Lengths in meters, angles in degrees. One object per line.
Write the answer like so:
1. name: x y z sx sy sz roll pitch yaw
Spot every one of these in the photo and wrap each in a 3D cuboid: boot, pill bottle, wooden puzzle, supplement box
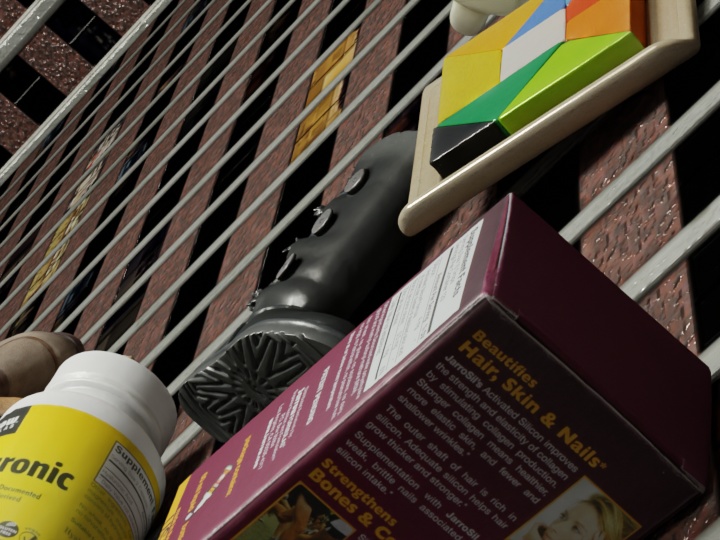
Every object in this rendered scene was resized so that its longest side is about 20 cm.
1. boot: -0.288 0.102 1.682 0.200 0.070 0.146 -24 1 23
2. pill bottle: -0.180 0.141 1.399 0.111 0.111 0.200 -38 17 39
3. wooden puzzle: 0.099 -0.113 1.302 0.185 0.037 0.200 -33 18 22
4. supplement box: 0.024 0.082 0.903 0.200 0.110 0.086 -42 15 26
5. boot: -0.001 0.000 1.339 0.165 0.066 0.200 -17 27 54

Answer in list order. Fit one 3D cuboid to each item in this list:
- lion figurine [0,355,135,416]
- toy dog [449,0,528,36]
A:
1. lion figurine: -0.204 0.132 1.531 0.073 0.122 0.200 107 -179 -49
2. toy dog: 0.119 -0.264 1.570 0.200 0.139 0.194 -67 -15 -48
